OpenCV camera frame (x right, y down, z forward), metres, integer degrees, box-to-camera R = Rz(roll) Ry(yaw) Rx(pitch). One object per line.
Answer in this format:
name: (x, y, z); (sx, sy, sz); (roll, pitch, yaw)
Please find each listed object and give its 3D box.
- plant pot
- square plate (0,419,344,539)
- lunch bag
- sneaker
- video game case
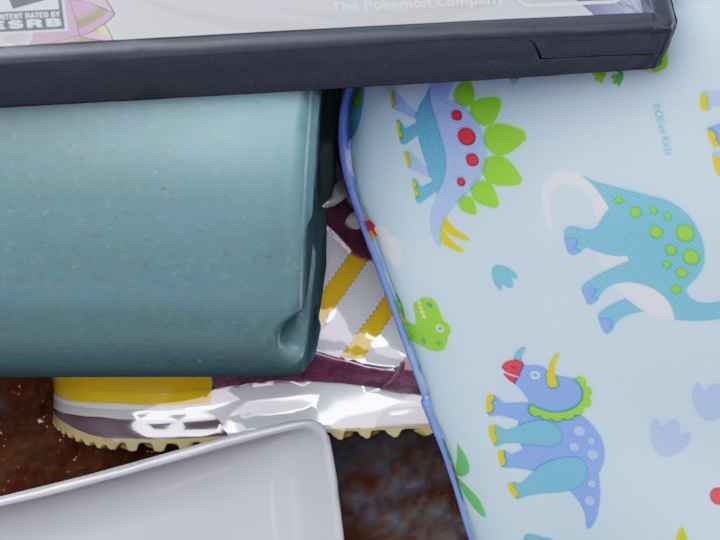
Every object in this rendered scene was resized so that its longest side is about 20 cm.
plant pot: (-0.103, -0.054, 0.704); (0.194, 0.200, 0.202); (4, 96, 1)
square plate: (-0.095, 0.146, 0.807); (0.198, 0.028, 0.199); (-12, 117, -7)
lunch bag: (0.094, 0.010, 0.709); (0.160, 0.082, 0.201); (-9, 109, 33)
sneaker: (0.000, 0.000, 0.806); (0.198, 0.075, 0.091); (-7, 103, -9)
video game case: (-0.036, -0.127, 0.639); (0.198, 0.026, 0.182); (-4, 65, -11)
